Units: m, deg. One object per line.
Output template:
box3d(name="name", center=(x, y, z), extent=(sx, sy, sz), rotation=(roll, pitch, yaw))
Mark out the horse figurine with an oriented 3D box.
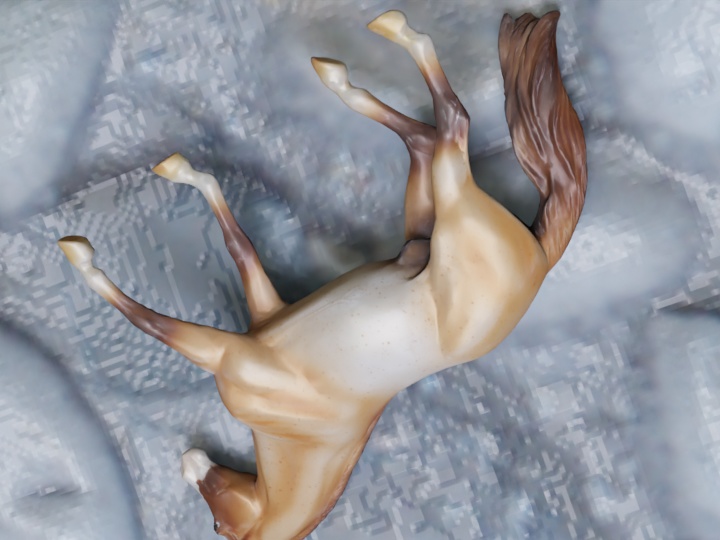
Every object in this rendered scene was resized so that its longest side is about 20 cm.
box3d(name="horse figurine", center=(0.000, 0.000, 0.828), extent=(0.200, 0.050, 0.133), rotation=(-34, 98, 11))
